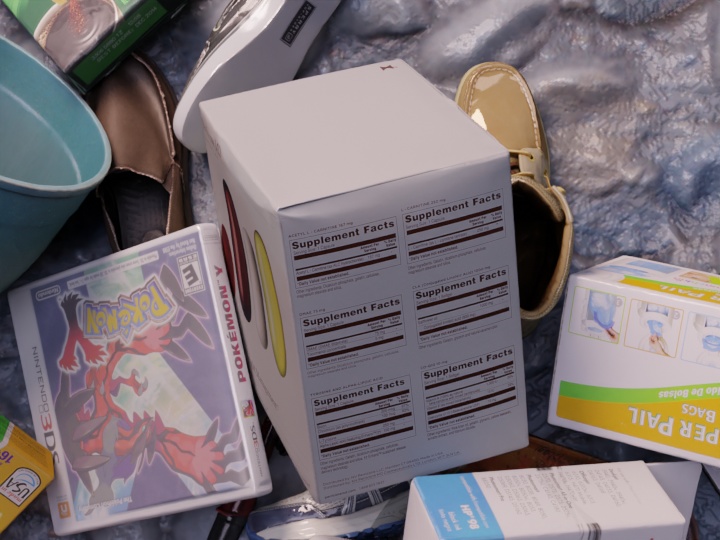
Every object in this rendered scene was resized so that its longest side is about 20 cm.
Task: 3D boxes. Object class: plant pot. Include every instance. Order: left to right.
[{"bbox_3d":[-0.305,-0.050,1.102,0.200,0.200,0.188,41,113,10],"label":"plant pot"}]

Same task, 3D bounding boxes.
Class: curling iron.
[{"bbox_3d":[-0.086,0.168,1.127,0.025,0.050,0.201,28,93,-18],"label":"curling iron"}]

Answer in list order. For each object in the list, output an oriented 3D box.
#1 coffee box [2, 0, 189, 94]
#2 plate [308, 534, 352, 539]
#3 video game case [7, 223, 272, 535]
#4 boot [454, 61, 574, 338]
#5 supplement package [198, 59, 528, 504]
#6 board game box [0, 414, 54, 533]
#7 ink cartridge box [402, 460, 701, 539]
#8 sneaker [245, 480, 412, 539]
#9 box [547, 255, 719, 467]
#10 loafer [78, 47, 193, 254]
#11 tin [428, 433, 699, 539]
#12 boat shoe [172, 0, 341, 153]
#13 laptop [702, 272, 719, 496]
[{"bbox_3d":[-0.220,-0.237,1.178,0.123,0.044,0.200,-41,64,0],"label":"coffee box"},{"bbox_3d":[0.038,0.293,1.060,0.199,0.032,0.201,15,82,-18],"label":"plate"},{"bbox_3d":[-0.158,0.080,1.101,0.199,0.023,0.183,-17,83,35],"label":"video game case"},{"bbox_3d":[0.102,-0.057,1.081,0.072,0.155,0.201,0,83,0],"label":"boot"},{"bbox_3d":[0.000,0.000,1.012,0.146,0.191,0.201,-14,117,-14],"label":"supplement package"},{"bbox_3d":[-0.334,0.162,1.101,0.200,0.040,0.153,-46,116,7],"label":"board game box"},{"bbox_3d":[0.128,0.187,0.997,0.199,0.067,0.116,-2,118,-16],"label":"ink cartridge box"},{"bbox_3d":[0.013,0.142,1.112,0.199,0.077,0.086,-15,73,-5],"label":"sneaker"},{"bbox_3d":[0.237,0.064,1.034,0.199,0.112,0.102,13,103,26],"label":"box"},{"bbox_3d":[-0.160,-0.076,1.157,0.073,0.071,0.201,-17,80,3],"label":"loafer"},{"bbox_3d":[0.132,0.175,1.066,0.199,0.042,0.113,20,88,-18],"label":"tin"},{"bbox_3d":[-0.075,-0.175,1.173,0.057,0.069,0.200,36,87,40],"label":"boat shoe"},{"bbox_3d":[0.309,0.065,1.064,0.199,0.116,0.188,-33,79,0],"label":"laptop"}]
